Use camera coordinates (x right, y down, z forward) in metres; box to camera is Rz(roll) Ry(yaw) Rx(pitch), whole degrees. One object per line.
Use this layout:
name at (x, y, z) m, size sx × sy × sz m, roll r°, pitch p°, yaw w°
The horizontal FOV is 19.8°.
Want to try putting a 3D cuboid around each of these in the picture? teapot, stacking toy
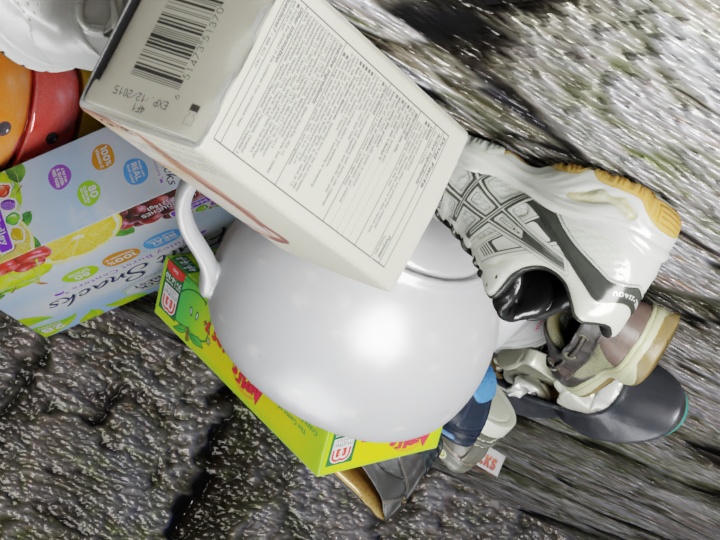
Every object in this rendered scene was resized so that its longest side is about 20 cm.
teapot at (0.007, -0.003, 1.266) m, size 0.197 × 0.146 × 0.200 m, roll 41°, pitch -148°, yaw 17°
stacking toy at (-0.213, -0.109, 1.404) m, size 0.199 × 0.147 × 0.146 m, roll 7°, pitch -178°, yaw -32°

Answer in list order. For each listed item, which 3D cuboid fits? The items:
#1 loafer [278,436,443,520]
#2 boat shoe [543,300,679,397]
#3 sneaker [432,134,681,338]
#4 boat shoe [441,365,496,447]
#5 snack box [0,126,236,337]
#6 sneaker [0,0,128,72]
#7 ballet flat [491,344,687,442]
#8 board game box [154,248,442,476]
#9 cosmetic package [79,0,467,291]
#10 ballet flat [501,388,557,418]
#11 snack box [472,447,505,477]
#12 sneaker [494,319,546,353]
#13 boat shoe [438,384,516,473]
loafer at (-0.033, 0.102, 1.478) m, size 0.200 × 0.072 × 0.073 m, roll 34°, pitch 156°, yaw -13°
boat shoe at (0.156, 0.039, 1.379) m, size 0.065 × 0.073 × 0.200 m, roll 36°, pitch 168°, yaw -4°
sneaker at (0.079, -0.019, 1.134) m, size 0.076 × 0.088 × 0.200 m, roll 29°, pitch 173°, yaw -40°
boat shoe at (0.012, 0.074, 1.546) m, size 0.084 × 0.069 × 0.200 m, roll -13°, pitch -149°, yaw -38°
snack box at (-0.163, -0.036, 1.399) m, size 0.199 × 0.068 × 0.169 m, roll -22°, pitch 163°, yaw 5°
sneaker at (-0.120, -0.132, 1.111) m, size 0.200 × 0.075 × 0.087 m, roll 22°, pitch 163°, yaw -38°
ballet flat at (0.160, 0.083, 1.576) m, size 0.073 × 0.073 × 0.200 m, roll 30°, pitch 173°, yaw -36°
board game box at (-0.041, 0.054, 1.378) m, size 0.101 × 0.048 × 0.200 m, roll -10°, pitch -143°, yaw -37°
cosmetic package at (-0.039, -0.077, 1.057) m, size 0.087 × 0.104 × 0.200 m, roll 21°, pitch 170°, yaw 35°
ballet flat at (0.098, 0.066, 1.708) m, size 0.199 × 0.073 × 0.073 m, roll 27°, pitch 172°, yaw -5°
snack box at (0.051, 0.136, 1.832) m, size 0.072 × 0.024 × 0.200 m, roll 19°, pitch 170°, yaw 39°
sneaker at (0.066, 0.026, 1.516) m, size 0.099 × 0.078 × 0.200 m, roll 26°, pitch 175°, yaw -43°
boat shoe at (0.049, 0.071, 1.613) m, size 0.072 × 0.060 × 0.202 m, roll 13°, pitch -147°, yaw -41°
